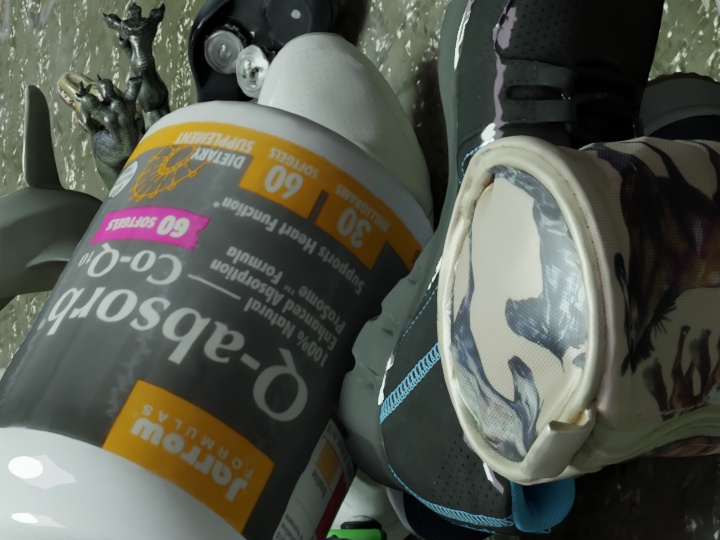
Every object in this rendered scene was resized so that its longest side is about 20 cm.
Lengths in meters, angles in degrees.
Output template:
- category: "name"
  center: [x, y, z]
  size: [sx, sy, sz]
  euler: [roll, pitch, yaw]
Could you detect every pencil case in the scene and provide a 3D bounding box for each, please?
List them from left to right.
- category: "pencil case"
  center: [0.109, 0.010, 0.572]
  size: [0.090, 0.199, 0.078]
  euler: [61, 138, 37]

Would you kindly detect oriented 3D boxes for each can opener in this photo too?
- category: "can opener"
  center: [-0.053, -0.046, 1.025]
  size: [0.063, 0.079, 0.201]
  euler: [24, 113, 19]

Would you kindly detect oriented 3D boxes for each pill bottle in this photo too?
- category: "pill bottle"
  center: [-0.059, 0.054, 0.741]
  size: [0.116, 0.116, 0.201]
  euler: [-30, 28, 54]

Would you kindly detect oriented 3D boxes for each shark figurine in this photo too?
- category: "shark figurine"
  center: [-0.143, 0.011, 0.970]
  size: [0.089, 0.214, 0.129]
  euler: [20, 125, 25]

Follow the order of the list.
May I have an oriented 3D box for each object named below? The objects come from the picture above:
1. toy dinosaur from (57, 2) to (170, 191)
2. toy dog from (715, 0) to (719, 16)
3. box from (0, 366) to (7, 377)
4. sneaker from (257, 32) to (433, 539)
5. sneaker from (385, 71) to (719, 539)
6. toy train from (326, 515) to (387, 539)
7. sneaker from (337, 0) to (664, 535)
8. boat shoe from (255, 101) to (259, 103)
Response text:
- category: "toy dinosaur"
  center: [-0.093, -0.053, 0.966]
  size: [0.200, 0.047, 0.089]
  euler: [-114, 16, -54]
- category: "toy dog"
  center: [0.149, -0.095, 0.627]
  size: [0.200, 0.096, 0.133]
  euler: [-41, 50, 50]
- category: "box"
  center: [-0.165, 0.091, 1.144]
  size: [0.200, 0.094, 0.078]
  euler: [-9, 76, 61]
- category: "sneaker"
  center: [0.000, 0.000, 0.878]
  size: [0.080, 0.070, 0.202]
  euler: [103, 160, -74]
- category: "sneaker"
  center: [0.075, 0.044, 0.755]
  size: [0.201, 0.070, 0.109]
  euler: [-59, 36, 31]
- category: "toy train"
  center: [-0.007, 0.185, 0.806]
  size: [0.041, 0.056, 0.202]
  euler: [-4, 79, 25]
- category: "sneaker"
  center: [0.060, -0.019, 0.687]
  size: [0.082, 0.073, 0.202]
  euler: [28, 106, 54]
- category: "boat shoe"
  center: [-0.054, 0.013, 0.987]
  size: [0.074, 0.069, 0.201]
  euler: [50, 127, 52]
